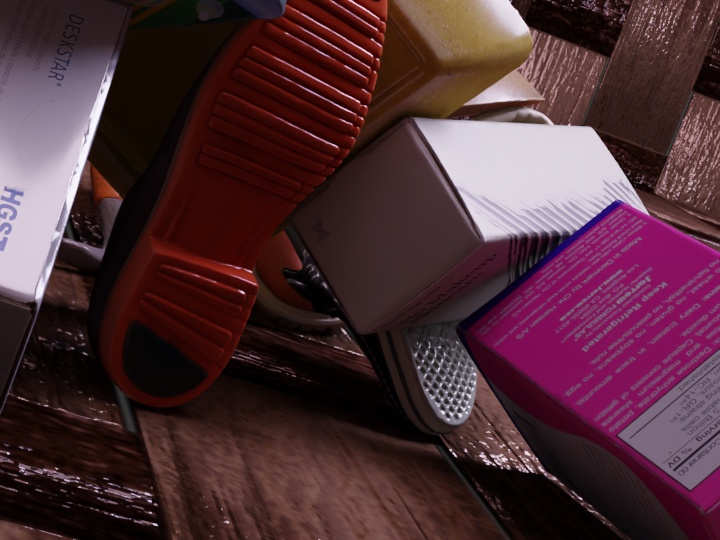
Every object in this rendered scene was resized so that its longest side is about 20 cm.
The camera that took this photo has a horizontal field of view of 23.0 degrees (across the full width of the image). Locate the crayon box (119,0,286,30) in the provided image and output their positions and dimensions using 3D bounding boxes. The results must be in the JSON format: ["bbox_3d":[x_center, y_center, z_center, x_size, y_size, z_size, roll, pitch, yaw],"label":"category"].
[{"bbox_3d":[-0.136,-0.145,0.654,0.200,0.052,0.126,-2,-36,15],"label":"crayon box"}]

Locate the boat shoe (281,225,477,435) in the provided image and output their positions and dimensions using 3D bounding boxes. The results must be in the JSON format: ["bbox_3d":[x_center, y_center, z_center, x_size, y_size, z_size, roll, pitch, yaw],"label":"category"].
[{"bbox_3d":[0.000,0.000,0.876,0.075,0.062,0.200,17,41,-51],"label":"boat shoe"}]

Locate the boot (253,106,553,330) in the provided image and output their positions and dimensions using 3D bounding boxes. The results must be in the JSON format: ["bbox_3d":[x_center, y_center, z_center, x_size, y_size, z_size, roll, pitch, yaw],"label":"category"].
[{"bbox_3d":[0.023,-0.036,0.967,0.200,0.107,0.075,-24,74,-38],"label":"boot"}]

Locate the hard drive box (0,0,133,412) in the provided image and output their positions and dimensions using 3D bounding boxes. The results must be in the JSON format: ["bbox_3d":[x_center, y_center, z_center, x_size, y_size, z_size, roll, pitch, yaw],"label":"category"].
[{"bbox_3d":[-0.195,-0.053,0.608,0.200,0.077,0.156,19,46,-10],"label":"hard drive box"}]

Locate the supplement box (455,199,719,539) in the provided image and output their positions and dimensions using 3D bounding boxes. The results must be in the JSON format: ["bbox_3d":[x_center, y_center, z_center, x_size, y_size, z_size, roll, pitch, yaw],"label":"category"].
[{"bbox_3d":[0.142,0.062,0.740,0.101,0.103,0.200,56,-8,-30],"label":"supplement box"}]

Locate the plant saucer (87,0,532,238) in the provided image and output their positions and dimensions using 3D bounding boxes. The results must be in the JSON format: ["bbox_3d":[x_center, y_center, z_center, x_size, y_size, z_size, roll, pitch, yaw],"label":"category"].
[{"bbox_3d":[-0.059,-0.107,0.758,0.200,0.200,0.048,50,19,-18],"label":"plant saucer"}]

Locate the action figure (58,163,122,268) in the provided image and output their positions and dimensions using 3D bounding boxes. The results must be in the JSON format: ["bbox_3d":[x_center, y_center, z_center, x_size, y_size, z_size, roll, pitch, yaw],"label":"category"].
[{"bbox_3d":[-0.115,-0.074,0.950,0.105,0.200,0.194,32,33,-28],"label":"action figure"}]

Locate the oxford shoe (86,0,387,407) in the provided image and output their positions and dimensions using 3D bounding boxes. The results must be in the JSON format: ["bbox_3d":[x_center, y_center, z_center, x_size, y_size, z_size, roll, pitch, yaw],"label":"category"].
[{"bbox_3d":[-0.059,-0.047,0.719,0.071,0.200,0.073,29,1,-34],"label":"oxford shoe"}]

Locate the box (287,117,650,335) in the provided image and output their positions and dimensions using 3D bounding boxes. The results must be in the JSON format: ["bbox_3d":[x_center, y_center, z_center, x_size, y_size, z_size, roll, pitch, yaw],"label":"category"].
[{"bbox_3d":[0.059,-0.023,0.841,0.200,0.082,0.068,-8,63,-58],"label":"box"}]

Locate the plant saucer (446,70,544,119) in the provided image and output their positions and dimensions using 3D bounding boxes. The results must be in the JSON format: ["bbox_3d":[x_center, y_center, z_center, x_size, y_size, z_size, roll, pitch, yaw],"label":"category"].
[{"bbox_3d":[0.005,-0.102,1.026,0.200,0.035,0.200,-7,3,0],"label":"plant saucer"}]
